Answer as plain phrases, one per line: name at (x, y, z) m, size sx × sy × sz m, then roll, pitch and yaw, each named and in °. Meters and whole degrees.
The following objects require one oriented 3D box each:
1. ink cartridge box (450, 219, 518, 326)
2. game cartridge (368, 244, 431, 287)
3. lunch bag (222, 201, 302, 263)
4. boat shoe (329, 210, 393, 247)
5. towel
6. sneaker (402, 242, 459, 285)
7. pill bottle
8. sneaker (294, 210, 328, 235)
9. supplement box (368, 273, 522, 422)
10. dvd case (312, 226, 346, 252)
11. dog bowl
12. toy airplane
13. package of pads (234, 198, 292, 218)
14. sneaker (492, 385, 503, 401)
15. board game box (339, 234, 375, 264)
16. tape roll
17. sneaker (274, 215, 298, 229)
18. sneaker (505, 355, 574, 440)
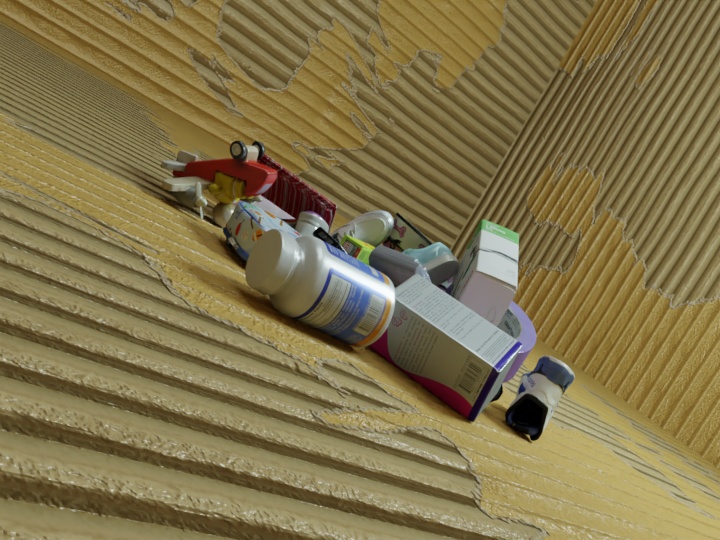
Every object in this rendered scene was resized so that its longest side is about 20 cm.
ink cartridge box at (0.223, 0.022, 1.454) m, size 0.083 × 0.148 × 0.201 m, roll 23°, pitch 31°, yaw -1°
game cartridge at (0.083, 0.052, 1.396) m, size 0.132 × 0.041 × 0.202 m, roll 27°, pitch -32°, yaw 48°
lunch bag at (-0.128, -0.027, 1.287) m, size 0.198 × 0.076 × 0.160 m, roll 29°, pitch 9°, yaw -35°
boat shoe at (-0.023, -0.056, 1.618) m, size 0.074 × 0.198 × 0.067 m, roll 60°, pitch 21°, yaw -4°
towel at (-0.137, -0.143, 1.525) m, size 0.198 × 0.023 × 0.145 m, roll 35°, pitch -23°, yaw 4°
sneaker at (0.086, 0.004, 1.527) m, size 0.075 × 0.196 × 0.083 m, roll 83°, pitch -16°, yaw -45°
pill bottle at (-0.055, 0.021, 1.085) m, size 0.198 × 0.113 × 0.112 m, roll 28°, pitch 7°, yaw -34°
sneaker at (-0.089, -0.025, 1.513) m, size 0.074 × 0.101 × 0.201 m, roll 13°, pitch -25°, yaw 26°
supplement box at (0.123, 0.110, 1.183) m, size 0.198 × 0.102 × 0.103 m, roll 34°, pitch 33°, yaw 18°
dvd case at (-0.005, 0.021, 1.384) m, size 0.201 × 0.025 × 0.150 m, roll 53°, pitch -4°, yaw -21°
dog bowl at (0.128, -0.028, 1.660) m, size 0.199 × 0.074 × 0.200 m, roll 41°, pitch 4°, yaw -3°
toy airplane at (-0.258, -0.148, 1.411) m, size 0.196 × 0.144 × 0.199 m, roll -8°, pitch 6°, yaw -19°
package of pads at (-0.205, -0.137, 1.733) m, size 0.198 × 0.076 × 0.121 m, roll 29°, pitch 10°, yaw -27°
sneaker at (0.147, 0.143, 1.289) m, size 0.199 × 0.077 × 0.111 m, roll 39°, pitch -3°, yaw 3°
board game box at (0.000, 0.000, 1.558) m, size 0.047 × 0.103 × 0.199 m, roll 34°, pitch 6°, yaw 23°
tape roll at (0.236, 0.118, 1.547) m, size 0.196 × 0.086 × 0.201 m, roll 19°, pitch 32°, yaw -12°
sneaker at (-0.159, -0.076, 1.516) m, size 0.081 × 0.078 × 0.199 m, roll 24°, pitch 0°, yaw 26°
sneaker at (0.280, 0.226, 1.322) m, size 0.080 × 0.116 × 0.200 m, roll 34°, pitch -23°, yaw 16°
